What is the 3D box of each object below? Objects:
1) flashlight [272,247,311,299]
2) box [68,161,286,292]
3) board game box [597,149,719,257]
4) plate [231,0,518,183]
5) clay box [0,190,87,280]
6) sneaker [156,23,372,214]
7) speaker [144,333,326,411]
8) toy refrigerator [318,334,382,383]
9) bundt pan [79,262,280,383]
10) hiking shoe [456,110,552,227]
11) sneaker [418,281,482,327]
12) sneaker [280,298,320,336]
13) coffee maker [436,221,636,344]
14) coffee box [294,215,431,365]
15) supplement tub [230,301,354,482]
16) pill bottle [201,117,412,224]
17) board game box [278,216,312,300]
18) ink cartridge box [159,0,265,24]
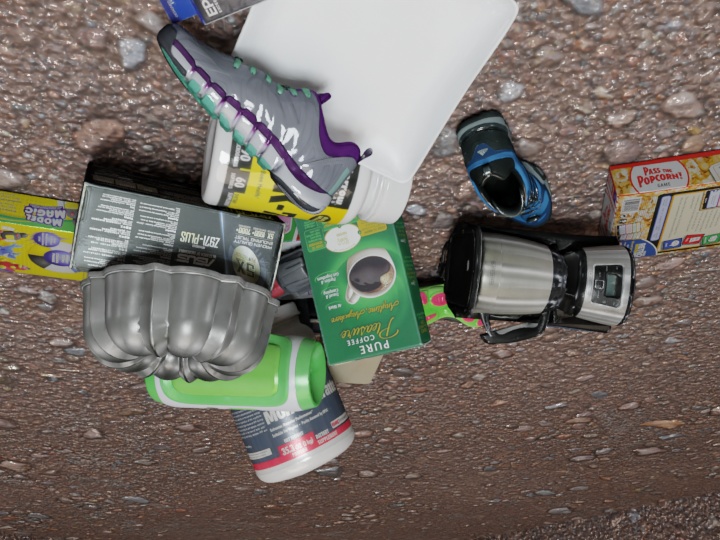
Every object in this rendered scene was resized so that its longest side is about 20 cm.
[{"bbox_3d":[-0.138,0.026,0.931,0.198,0.068,0.068,-23,119,29],"label":"flashlight"},{"bbox_3d":[-0.197,-0.043,0.784,0.198,0.087,0.164,11,-170,-22],"label":"box"},{"bbox_3d":[0.401,-0.079,0.900,0.197,0.047,0.152,-7,149,7],"label":"board game box"},{"bbox_3d":[0.000,-0.192,0.632,0.198,0.033,0.200,22,131,-14],"label":"plate"},{"bbox_3d":[-0.355,-0.034,0.906,0.198,0.048,0.115,9,147,-18],"label":"clay box"},{"bbox_3d":[-0.080,-0.146,0.635,0.088,0.074,0.200,-44,107,-4],"label":"sneaker"},{"bbox_3d":[-0.144,0.117,0.854,0.197,0.089,0.089,0,151,13],"label":"speaker"},{"bbox_3d":[0.000,0.066,0.980,0.075,0.071,0.201,5,137,-14],"label":"toy refrigerator"},{"bbox_3d":[-0.182,0.063,0.735,0.199,0.077,0.202,3,160,1],"label":"bundt pan"},{"bbox_3d":[0.163,-0.087,0.824,0.074,0.088,0.200,-20,145,27],"label":"hiking shoe"},{"bbox_3d":[0.115,0.040,1.068,0.198,0.078,0.084,1,-166,-27],"label":"sneaker"},{"bbox_3d":[-0.092,0.061,1.064,0.197,0.079,0.080,-5,156,-18],"label":"sneaker"},{"bbox_3d":[0.212,0.000,0.913,0.197,0.193,0.136,6,114,-7],"label":"coffee maker"},{"bbox_3d":[0.000,0.000,0.852,0.122,0.203,0.044,-16,175,20],"label":"coffee box"},{"bbox_3d":[-0.104,0.158,0.962,0.139,0.202,0.140,-23,178,-1],"label":"supplement tub"},{"bbox_3d":[-0.054,-0.109,0.743,0.197,0.116,0.115,7,148,-18],"label":"pill bottle"},{"bbox_3d":[-0.053,-0.017,0.968,0.197,0.041,0.154,-5,150,3],"label":"board game box"},{"bbox_3d":[-0.086,-0.252,0.544,0.198,0.039,0.100,-15,128,19],"label":"ink cartridge box"}]
